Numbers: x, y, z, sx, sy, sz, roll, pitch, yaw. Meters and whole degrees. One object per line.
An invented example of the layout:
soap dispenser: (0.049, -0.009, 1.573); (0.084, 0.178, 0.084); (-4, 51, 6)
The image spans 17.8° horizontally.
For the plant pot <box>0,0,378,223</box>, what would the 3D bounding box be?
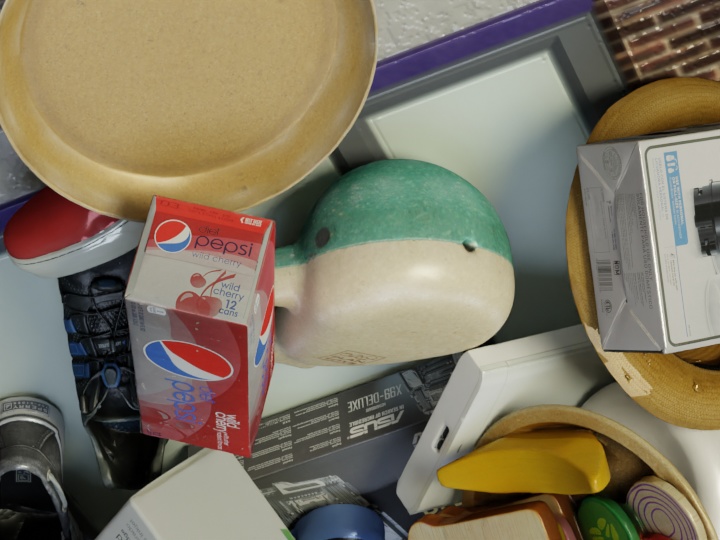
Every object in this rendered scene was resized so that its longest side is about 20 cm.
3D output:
plant pot: (-0.090, -0.113, 1.175); (0.199, 0.028, 0.201); (-8, 129, -10)

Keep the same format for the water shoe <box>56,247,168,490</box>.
water shoe: (-0.138, 0.050, 1.370); (0.071, 0.079, 0.201); (-7, 136, 0)

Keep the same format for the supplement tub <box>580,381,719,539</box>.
supplement tub: (0.234, 0.128, 1.406); (0.199, 0.145, 0.145); (-6, 143, -38)

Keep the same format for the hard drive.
hard drive: (0.127, 0.080, 1.407); (0.199, 0.026, 0.132); (-11, 142, -33)

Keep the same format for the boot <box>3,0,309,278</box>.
boot: (-0.141, -0.090, 1.237); (0.200, 0.073, 0.144); (-34, 129, 15)

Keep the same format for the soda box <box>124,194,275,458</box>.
soda box: (-0.085, 0.035, 1.261); (0.070, 0.064, 0.200); (12, 156, 3)

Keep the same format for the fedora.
fedora: (0.180, -0.010, 1.316); (0.200, 0.201, 0.082); (23, 168, -27)

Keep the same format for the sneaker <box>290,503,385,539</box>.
sneaker: (-0.032, 0.236, 1.500); (0.070, 0.078, 0.200); (10, 135, -15)

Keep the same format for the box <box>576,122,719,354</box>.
box: (0.222, -0.027, 1.256); (0.199, 0.117, 0.060); (-8, -177, -28)

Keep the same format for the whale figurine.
whale figurine: (0.000, 0.000, 1.338); (0.159, 0.104, 0.200); (11, 159, -34)

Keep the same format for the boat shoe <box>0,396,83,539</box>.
boat shoe: (-0.215, 0.171, 1.493); (0.071, 0.068, 0.201); (1, 135, -7)

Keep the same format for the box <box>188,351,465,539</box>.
box: (0.010, 0.144, 1.502); (0.199, 0.050, 0.158); (-19, 135, 14)

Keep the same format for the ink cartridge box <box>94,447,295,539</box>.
ink cartridge box: (-0.111, 0.221, 1.443); (0.083, 0.147, 0.200); (-31, 168, -39)

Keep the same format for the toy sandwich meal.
toy sandwich meal: (0.116, 0.170, 1.320); (0.070, 0.205, 0.206); (-29, 155, -44)
